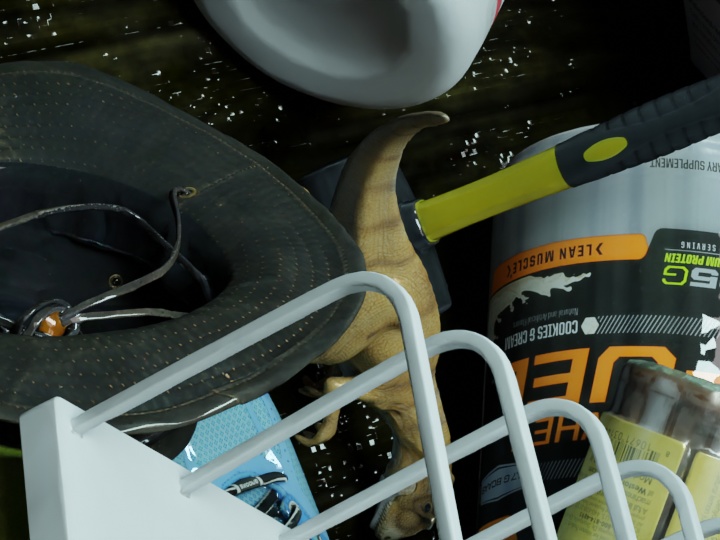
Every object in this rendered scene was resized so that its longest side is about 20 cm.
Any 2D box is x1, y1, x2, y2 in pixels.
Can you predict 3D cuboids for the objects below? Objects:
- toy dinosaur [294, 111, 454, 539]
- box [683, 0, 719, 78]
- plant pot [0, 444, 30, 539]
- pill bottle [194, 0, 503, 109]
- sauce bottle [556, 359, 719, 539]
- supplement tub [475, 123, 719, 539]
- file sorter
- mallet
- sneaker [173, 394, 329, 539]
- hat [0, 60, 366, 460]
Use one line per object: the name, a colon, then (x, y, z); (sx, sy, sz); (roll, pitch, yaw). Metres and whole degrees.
toy dinosaur: (0.000, 0.000, 0.953); (0.060, 0.106, 0.200); (-55, 150, -40)
box: (0.153, -0.134, 1.043); (0.041, 0.156, 0.200); (-17, 123, -9)
plant pot: (-0.122, 0.156, 0.786); (0.200, 0.200, 0.193); (24, 52, -29)
pill bottle: (0.023, -0.164, 1.026); (0.112, 0.112, 0.200); (41, 56, -20)
sauce bottle: (0.076, 0.129, 0.906); (0.065, 0.065, 0.200); (22, 91, -30)
supplement tub: (0.102, 0.058, 1.013); (0.122, 0.122, 0.200); (16, 67, -33)
file sorter: (0.024, 0.107, 0.773); (0.200, 0.124, 0.139); (34, 35, -45)
mallet: (0.066, -0.023, 0.966); (0.041, 0.200, 0.066); (-21, 96, -55)
sneaker: (-0.017, 0.108, 0.928); (0.078, 0.090, 0.200); (-24, 92, -38)
hat: (-0.098, 0.016, 0.879); (0.200, 0.200, 0.081); (-25, 134, -39)
